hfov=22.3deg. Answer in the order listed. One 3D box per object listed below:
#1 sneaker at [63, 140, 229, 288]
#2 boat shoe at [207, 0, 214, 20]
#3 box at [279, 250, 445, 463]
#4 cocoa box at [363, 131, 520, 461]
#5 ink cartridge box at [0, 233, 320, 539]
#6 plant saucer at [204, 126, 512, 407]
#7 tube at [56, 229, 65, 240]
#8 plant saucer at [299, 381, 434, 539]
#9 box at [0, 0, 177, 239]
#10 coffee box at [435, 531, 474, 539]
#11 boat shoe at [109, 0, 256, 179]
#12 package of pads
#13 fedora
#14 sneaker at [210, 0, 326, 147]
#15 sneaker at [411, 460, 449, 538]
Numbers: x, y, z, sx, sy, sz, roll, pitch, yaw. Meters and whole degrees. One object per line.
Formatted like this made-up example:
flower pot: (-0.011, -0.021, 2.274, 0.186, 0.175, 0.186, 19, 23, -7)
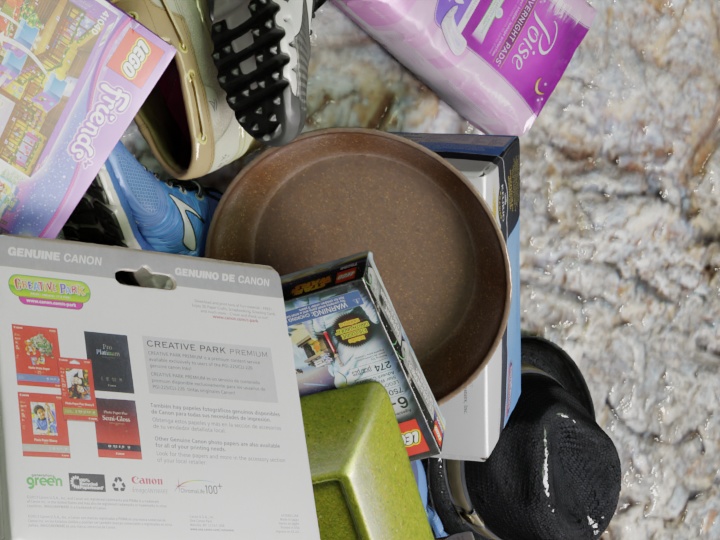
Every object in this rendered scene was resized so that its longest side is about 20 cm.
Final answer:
sneaker: (-0.138, -0.037, 1.182, 0.089, 0.078, 0.200, -52, 136, -25)
boat shoe: (-0.079, -0.172, 1.186, 0.070, 0.071, 0.202, -2, 103, -39)
box: (-0.062, 0.078, 1.165, 0.040, 0.199, 0.137, -78, 147, -59)
cocoa box: (0.038, 0.012, 1.263, 0.131, 0.133, 0.201, -47, 138, -68)
ink cartridge box: (-0.134, 0.082, 1.037, 0.199, 0.084, 0.176, 8, 64, -37)
plant saucer: (0.000, 0.000, 1.173, 0.037, 0.200, 0.201, -61, 147, -67)
tube: (-0.188, 0.048, 1.105, 0.058, 0.052, 0.201, -12, 76, -24)
plant saucer: (-0.055, 0.184, 1.165, 0.199, 0.048, 0.200, -13, 117, 10)
box: (-0.216, -0.082, 1.042, 0.137, 0.039, 0.200, 34, 90, -29)
coffee box: (-0.004, 0.270, 1.304, 0.199, 0.080, 0.113, -10, 112, -6)
boat shoe: (-0.133, -0.148, 1.118, 0.200, 0.074, 0.066, 59, 41, -9)
package of pads: (0.070, -0.193, 1.302, 0.200, 0.076, 0.121, 37, 81, -39)
fedora: (0.146, 0.154, 1.441, 0.200, 0.091, 0.201, -12, 109, -37)
sneaker: (-0.048, -0.174, 1.116, 0.090, 0.066, 0.201, -3, 77, -43)
sneaker: (0.035, 0.212, 1.384, 0.082, 0.074, 0.201, -21, 121, -36)
